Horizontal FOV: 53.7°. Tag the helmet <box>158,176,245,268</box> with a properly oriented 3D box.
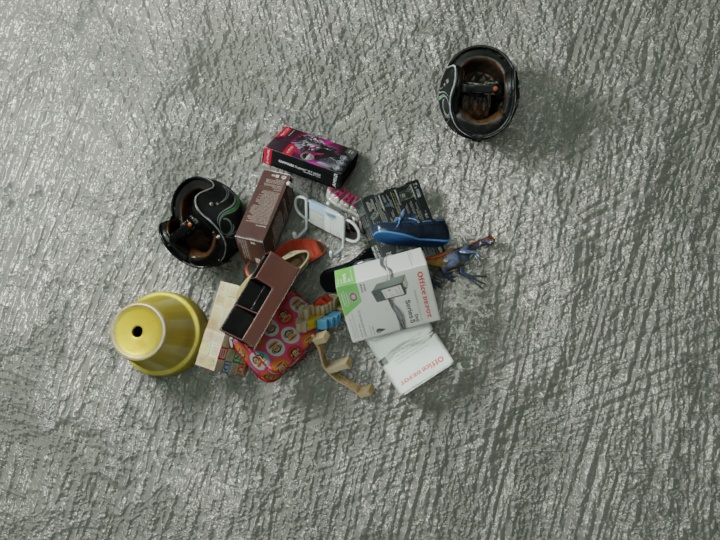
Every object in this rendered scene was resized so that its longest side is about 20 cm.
[{"bbox_3d":[-0.359,-0.116,1.662,0.199,0.191,0.200,4,123,7],"label":"helmet"}]

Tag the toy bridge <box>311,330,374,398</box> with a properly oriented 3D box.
[{"bbox_3d":[-0.051,0.217,1.623,0.067,0.027,0.200,-22,117,35],"label":"toy bridge"}]

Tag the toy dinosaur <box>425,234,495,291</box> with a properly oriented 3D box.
[{"bbox_3d":[0.225,-0.039,1.615,0.200,0.105,0.182,36,51,-3],"label":"toy dinosaur"}]

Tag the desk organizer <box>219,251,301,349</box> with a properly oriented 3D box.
[{"bbox_3d":[-0.216,0.063,1.525,0.077,0.072,0.200,33,76,-15],"label":"desk organizer"}]

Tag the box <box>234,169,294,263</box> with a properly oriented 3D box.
[{"bbox_3d":[-0.220,-0.124,1.658,0.075,0.100,0.200,12,59,8],"label":"box"}]

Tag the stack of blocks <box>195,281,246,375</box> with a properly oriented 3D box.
[{"bbox_3d":[-0.299,0.137,1.655,0.058,0.115,0.201,13,83,29],"label":"stack of blocks"}]

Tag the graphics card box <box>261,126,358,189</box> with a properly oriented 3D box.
[{"bbox_3d":[-0.117,-0.270,1.689,0.200,0.126,0.051,22,129,8],"label":"graphics card box"}]

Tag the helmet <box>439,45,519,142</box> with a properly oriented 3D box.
[{"bbox_3d":[0.270,-0.403,1.621,0.199,0.191,0.201,2,117,3],"label":"helmet"}]

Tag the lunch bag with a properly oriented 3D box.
[{"bbox_3d":[-0.193,0.139,1.624,0.176,0.082,0.200,47,53,8],"label":"lunch bag"}]

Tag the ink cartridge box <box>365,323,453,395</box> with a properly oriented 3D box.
[{"bbox_3d":[0.102,0.165,1.629,0.144,0.084,0.200,-32,80,2],"label":"ink cartridge box"}]

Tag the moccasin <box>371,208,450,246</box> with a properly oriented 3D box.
[{"bbox_3d":[0.109,-0.093,1.586,0.200,0.080,0.068,5,74,-36],"label":"moccasin"}]

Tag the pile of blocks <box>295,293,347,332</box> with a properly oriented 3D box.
[{"bbox_3d":[-0.059,0.082,1.612,0.200,0.082,0.062,-23,122,-34],"label":"pile of blocks"}]

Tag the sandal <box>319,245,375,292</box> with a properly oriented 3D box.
[{"bbox_3d":[0.000,0.001,1.669,0.200,0.043,0.076,-28,112,8],"label":"sandal"}]

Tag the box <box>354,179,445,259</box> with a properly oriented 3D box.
[{"bbox_3d":[0.094,-0.092,1.636,0.160,0.044,0.200,-22,90,-23],"label":"box"}]

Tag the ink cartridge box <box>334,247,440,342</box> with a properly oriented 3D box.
[{"bbox_3d":[0.058,0.053,1.533,0.199,0.084,0.146,-15,115,3],"label":"ink cartridge box"}]

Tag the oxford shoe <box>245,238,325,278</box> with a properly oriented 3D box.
[{"bbox_3d":[-0.180,-0.019,1.698,0.200,0.073,0.071,-19,67,-14],"label":"oxford shoe"}]

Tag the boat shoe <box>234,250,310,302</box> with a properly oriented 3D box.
[{"bbox_3d":[-0.199,0.016,1.604,0.200,0.063,0.073,-42,95,-20],"label":"boat shoe"}]

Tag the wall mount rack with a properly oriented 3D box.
[{"bbox_3d":[-0.096,-0.125,1.618,0.200,0.174,0.075,27,49,25],"label":"wall mount rack"}]

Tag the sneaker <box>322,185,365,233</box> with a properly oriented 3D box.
[{"bbox_3d":[-0.011,-0.117,1.684,0.200,0.074,0.087,33,126,-9],"label":"sneaker"}]

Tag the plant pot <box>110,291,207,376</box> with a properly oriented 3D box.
[{"bbox_3d":[-0.478,0.144,1.644,0.200,0.189,0.201,-1,83,7],"label":"plant pot"}]
